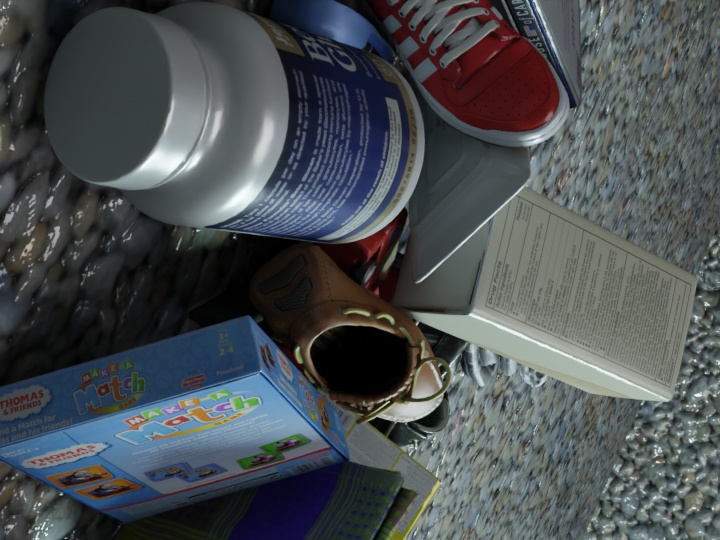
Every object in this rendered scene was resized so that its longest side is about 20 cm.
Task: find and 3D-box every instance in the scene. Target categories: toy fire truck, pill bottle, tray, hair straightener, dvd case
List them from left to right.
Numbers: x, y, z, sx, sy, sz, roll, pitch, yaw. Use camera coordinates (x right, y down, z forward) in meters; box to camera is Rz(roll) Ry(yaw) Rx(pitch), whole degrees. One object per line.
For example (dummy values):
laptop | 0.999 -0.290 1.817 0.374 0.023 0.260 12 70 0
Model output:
pill bottle | -0.062 -0.075 0.760 0.200 0.111 0.111 5 108 -57
hair straightener | -0.054 0.007 0.995 0.200 0.041 0.077 -32 141 -58
toy fire truck | 0.000 0.000 1.000 0.141 0.049 0.200 -51 166 -40
tray | 0.059 -0.093 0.937 0.107 0.022 0.200 -45 -152 34
dvd case | 0.107 -0.219 0.950 0.200 0.025 0.151 54 34 -54

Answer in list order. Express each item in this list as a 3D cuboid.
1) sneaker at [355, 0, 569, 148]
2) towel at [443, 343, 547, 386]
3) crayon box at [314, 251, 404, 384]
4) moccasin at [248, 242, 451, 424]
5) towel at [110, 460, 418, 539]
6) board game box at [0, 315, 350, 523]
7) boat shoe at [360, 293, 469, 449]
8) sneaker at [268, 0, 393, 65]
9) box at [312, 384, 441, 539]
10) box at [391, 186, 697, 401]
sneaker | 0.043 -0.161 0.861 0.071 0.200 0.113 -37 148 -7
towel | 0.080 -0.030 1.116 0.166 0.085 0.201 -95 175 -54
crayon box | -0.022 0.104 1.164 0.200 0.058 0.173 -55 156 -32
moccasin | 0.006 0.052 0.888 0.074 0.078 0.201 -34 149 1
towel | -0.074 0.164 0.918 0.144 0.200 0.023 -53 129 -27
board game box | -0.101 0.089 0.828 0.200 0.151 0.037 58 17 -68
boat shoe | 0.028 0.096 1.057 0.072 0.071 0.200 -50 166 -39
sneaker | -0.020 -0.099 0.924 0.078 0.070 0.200 -67 161 -13
box | -0.047 0.190 0.999 0.200 0.117 0.048 -55 -165 -18
box | 0.125 0.015 0.982 0.200 0.078 0.095 25 75 -36
